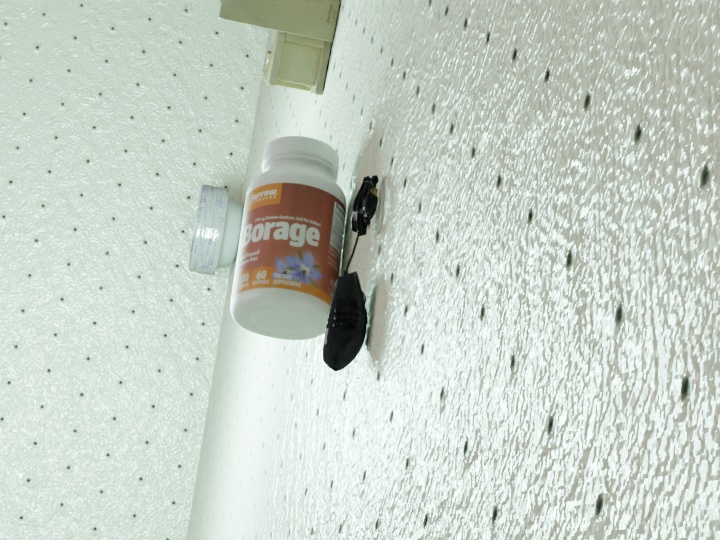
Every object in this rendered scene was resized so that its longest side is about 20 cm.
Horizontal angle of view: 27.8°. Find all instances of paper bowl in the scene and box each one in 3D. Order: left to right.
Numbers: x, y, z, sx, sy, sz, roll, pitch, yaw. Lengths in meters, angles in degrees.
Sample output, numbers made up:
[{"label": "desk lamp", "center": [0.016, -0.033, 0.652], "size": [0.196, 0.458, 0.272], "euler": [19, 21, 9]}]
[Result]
[{"label": "paper bowl", "center": [-0.328, -0.089, 3.315], "size": [0.201, 0.103, 0.202], "euler": [-170, 90, -81]}]

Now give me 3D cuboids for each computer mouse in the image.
[{"label": "computer mouse", "center": [0.000, 0.000, 1.330], "size": [0.059, 0.034, 0.201], "euler": [80, -160, -64]}]

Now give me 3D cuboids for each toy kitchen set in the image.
[{"label": "toy kitchen set", "center": [-0.123, -0.371, 2.098], "size": [0.180, 0.162, 0.202], "euler": [-126, 47, -78]}]

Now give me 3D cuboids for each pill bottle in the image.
[{"label": "pill bottle", "center": [-0.074, -0.037, 1.556], "size": [0.112, 0.111, 0.202], "euler": [118, 160, -63]}]
